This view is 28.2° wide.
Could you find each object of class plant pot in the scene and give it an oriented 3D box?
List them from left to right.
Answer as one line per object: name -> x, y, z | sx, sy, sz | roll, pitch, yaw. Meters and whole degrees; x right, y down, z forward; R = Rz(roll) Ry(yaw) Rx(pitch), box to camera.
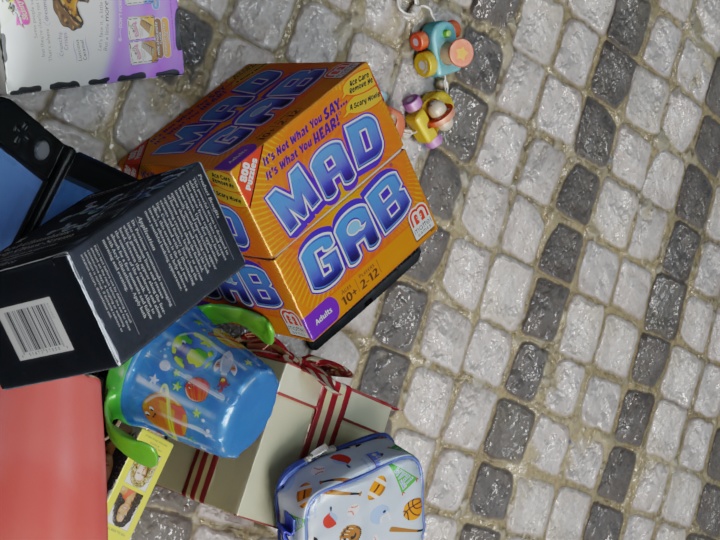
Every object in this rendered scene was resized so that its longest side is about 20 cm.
plant pot -> -0.321, 0.179, 1.321 | 0.199, 0.200, 0.179 | 14, 77, -41

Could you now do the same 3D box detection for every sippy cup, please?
sippy cup -> -0.155, 0.111, 1.387 | 0.179, 0.130, 0.140 | -62, 159, -5

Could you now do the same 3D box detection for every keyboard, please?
keyboard -> 0.000, 0.000, 1.666 | 0.200, 0.039, 0.105 | -42, 122, -30

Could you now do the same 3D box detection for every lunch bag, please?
lunch bag -> -0.015, 0.264, 1.447 | 0.159, 0.075, 0.202 | -18, 121, -28

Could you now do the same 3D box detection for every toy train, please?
toy train -> 0.068, -0.222, 1.684 | 0.150, 0.055, 0.202 | 27, 79, -40

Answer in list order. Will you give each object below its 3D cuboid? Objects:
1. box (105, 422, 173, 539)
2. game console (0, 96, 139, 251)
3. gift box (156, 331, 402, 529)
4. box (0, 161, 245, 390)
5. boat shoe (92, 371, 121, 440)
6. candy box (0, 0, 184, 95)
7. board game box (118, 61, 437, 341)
box -> -0.266, 0.250, 1.445 | 0.050, 0.075, 0.201 | 35, 72, -41
game console -> -0.299, -0.031, 1.339 | 0.201, 0.118, 0.171 | -67, 151, -13
gift box -> -0.078, 0.176, 1.522 | 0.184, 0.199, 0.188 | 27, 77, -45
box -> -0.223, 0.003, 1.251 | 0.200, 0.148, 0.108 | -42, 114, -52
boat shoe -> -0.237, 0.081, 1.446 | 0.072, 0.072, 0.202 | 23, 81, -41
candy box -> -0.275, -0.261, 1.368 | 0.199, 0.071, 0.169 | -13, 105, -40
board game box -> -0.083, -0.077, 1.475 | 0.200, 0.199, 0.201 | -42, 121, -30
